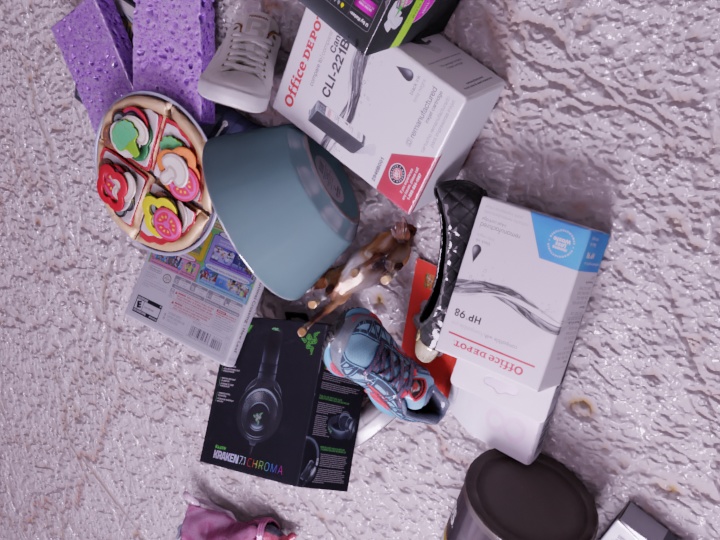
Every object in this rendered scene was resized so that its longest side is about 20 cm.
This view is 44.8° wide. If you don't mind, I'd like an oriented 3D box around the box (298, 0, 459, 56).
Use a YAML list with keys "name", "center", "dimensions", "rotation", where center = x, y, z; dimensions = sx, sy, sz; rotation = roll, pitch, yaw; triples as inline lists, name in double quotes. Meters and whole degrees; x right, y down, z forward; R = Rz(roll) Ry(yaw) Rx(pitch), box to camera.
- name: "box"
  center: [0.039, -0.315, 0.766]
  dimensions: [0.124, 0.148, 0.200]
  rotation: [42, 130, 14]

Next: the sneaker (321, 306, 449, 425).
- name: "sneaker"
  center: [0.038, 0.107, 0.946]
  dimensions: [0.095, 0.080, 0.200]
  rotation: [20, 164, 40]

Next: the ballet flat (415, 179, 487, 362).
- name: "ballet flat"
  center: [0.082, 0.001, 0.904]
  dimensions: [0.056, 0.067, 0.201]
  rotation: [9, 108, -9]

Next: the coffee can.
- name: "coffee can"
  center: [0.158, 0.319, 0.970]
  dimensions: [0.146, 0.146, 0.201]
  rotation: [31, 127, 23]

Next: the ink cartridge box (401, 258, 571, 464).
- name: "ink cartridge box"
  center: [0.124, 0.098, 0.962]
  dimensions: [0.199, 0.057, 0.163]
  rotation: [23, 123, 23]

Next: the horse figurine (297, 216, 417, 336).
- name: "horse figurine"
  center: [0.000, 0.000, 0.977]
  dimensions: [0.200, 0.133, 0.050]
  rotation: [-35, 98, 31]

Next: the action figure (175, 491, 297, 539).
- name: "action figure"
  center: [-0.173, 0.407, 1.327]
  dimensions: [0.199, 0.134, 0.150]
  rotation: [-19, 56, 29]

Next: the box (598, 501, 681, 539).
- name: "box"
  center: [0.329, 0.364, 0.930]
  dimensions: [0.200, 0.041, 0.156]
  rotation: [37, 129, 20]

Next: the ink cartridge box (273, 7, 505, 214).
- name: "ink cartridge box"
  center: [0.022, -0.179, 0.886]
  dimensions: [0.200, 0.084, 0.145]
  rotation: [40, 130, 18]

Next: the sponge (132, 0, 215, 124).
- name: "sponge"
  center: [-0.221, -0.271, 1.030]
  dimensions: [0.111, 0.030, 0.201]
  rotation: [4, 95, 32]

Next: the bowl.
- name: "bowl"
  center: [-0.073, -0.080, 0.954]
  dimensions: [0.105, 0.201, 0.202]
  rotation: [-27, 93, 17]

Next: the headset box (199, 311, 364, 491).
- name: "headset box"
  center: [-0.089, 0.152, 1.067]
  dimensions: [0.173, 0.093, 0.201]
  rotation: [3, 78, 40]

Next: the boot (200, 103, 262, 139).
- name: "boot"
  center: [-0.189, -0.106, 1.077]
  dimensions: [0.090, 0.073, 0.201]
  rotation: [32, 114, 18]

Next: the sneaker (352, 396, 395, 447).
- name: "sneaker"
  center: [-0.032, 0.181, 1.103]
  dimensions: [0.200, 0.073, 0.085]
  rotation: [-28, 95, 44]

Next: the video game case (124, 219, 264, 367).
- name: "video game case"
  center: [-0.203, 0.004, 1.119]
  dimensions: [0.199, 0.022, 0.183]
  rotation: [20, 89, 35]

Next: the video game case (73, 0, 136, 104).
- name: "video game case"
  center: [-0.292, -0.258, 1.133]
  dimensions: [0.200, 0.025, 0.181]
  rotation: [35, 128, 20]

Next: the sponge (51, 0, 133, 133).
- name: "sponge"
  center: [-0.320, -0.240, 1.117]
  dimensions: [0.111, 0.030, 0.201]
  rotation: [-14, 101, 42]

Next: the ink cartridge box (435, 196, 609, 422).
- name: "ink cartridge box"
  center: [0.151, 0.041, 0.853]
  dimensions: [0.115, 0.067, 0.201]
  rotation: [21, 99, 29]

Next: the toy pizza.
- name: "toy pizza"
  center: [-0.251, -0.112, 1.042]
  dimensions: [0.199, 0.032, 0.201]
  rotation: [11, 112, 28]

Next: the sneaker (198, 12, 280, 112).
- name: "sneaker"
  center: [-0.123, -0.224, 0.909]
  dimensions: [0.072, 0.200, 0.085]
  rotation: [13, 114, -11]
